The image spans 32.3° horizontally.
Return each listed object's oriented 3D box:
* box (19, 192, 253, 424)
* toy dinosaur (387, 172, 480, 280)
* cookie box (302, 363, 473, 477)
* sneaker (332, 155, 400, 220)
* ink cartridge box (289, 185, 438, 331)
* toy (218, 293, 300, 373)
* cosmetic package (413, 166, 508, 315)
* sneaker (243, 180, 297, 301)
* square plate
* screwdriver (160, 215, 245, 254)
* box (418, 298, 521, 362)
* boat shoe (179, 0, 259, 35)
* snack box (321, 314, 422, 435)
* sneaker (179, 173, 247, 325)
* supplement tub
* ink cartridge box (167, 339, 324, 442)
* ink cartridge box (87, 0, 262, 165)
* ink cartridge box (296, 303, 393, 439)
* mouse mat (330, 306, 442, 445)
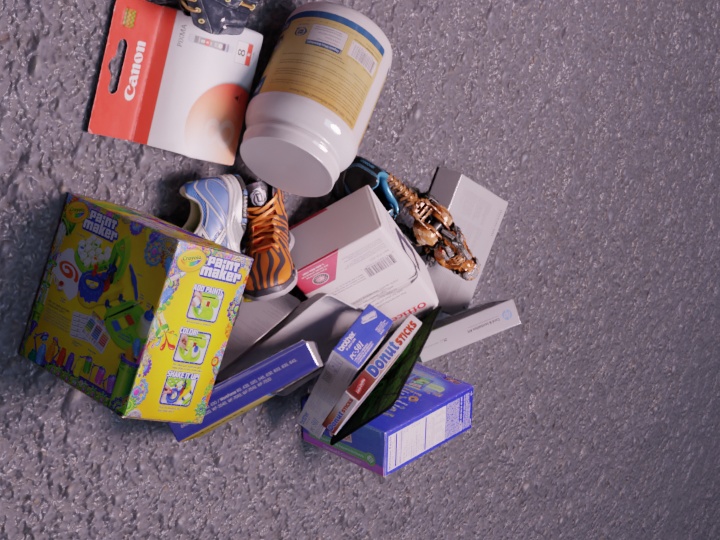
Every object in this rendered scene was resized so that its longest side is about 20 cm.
[{"bbox_3d":[-0.250,0.041,1.374,0.121,0.198,0.196,14,96,-51],"label":"box"},{"bbox_3d":[0.101,-0.068,1.774,0.101,0.135,0.203,-29,117,-19],"label":"toy dinosaur"},{"bbox_3d":[0.040,0.207,1.813,0.198,0.170,0.077,-21,118,-42],"label":"cookie box"},{"bbox_3d":[0.015,-0.067,1.734,0.073,0.081,0.202,-44,136,-30],"label":"sneaker"},{"bbox_3d":[0.000,0.000,1.693,0.143,0.085,0.200,-27,139,11],"label":"ink cartridge box"},{"bbox_3d":[-0.179,0.081,1.549,0.200,0.114,0.048,-43,147,-29],"label":"toy"},{"bbox_3d":[0.141,-0.039,1.919,0.150,0.051,0.203,24,88,-50],"label":"cosmetic package"},{"bbox_3d":[-0.125,-0.047,1.530,0.076,0.201,0.114,-12,117,0],"label":"sneaker"},{"bbox_3d":[-0.078,0.095,1.646,0.199,0.029,0.197,-36,154,16],"label":"square plate"},{"bbox_3d":[-0.180,-0.037,1.564,0.199,0.028,0.030,16,65,-53],"label":"screwdriver"},{"bbox_3d":[0.142,0.088,1.832,0.154,0.200,0.042,-21,88,-6],"label":"box"},{"bbox_3d":[-0.181,-0.311,1.344,0.198,0.071,0.092,5,122,-48],"label":"boat shoe"},{"bbox_3d":[0.018,0.132,1.600,0.072,0.024,0.200,-56,174,38],"label":"snack box"},{"bbox_3d":[-0.184,-0.015,1.493,0.076,0.075,0.204,0,93,-27],"label":"sneaker"},{"bbox_3d":[-0.055,-0.208,1.511,0.145,0.143,0.202,51,52,-47],"label":"supplement tub"},{"bbox_3d":[-0.139,0.148,1.525,0.195,0.048,0.200,-28,177,0],"label":"ink cartridge box"},{"bbox_3d":[-0.209,-0.218,1.432,0.199,0.050,0.165,6,101,-54],"label":"ink cartridge box"},{"bbox_3d":[-0.022,0.136,1.650,0.094,0.044,0.201,-50,172,-37],"label":"ink cartridge box"},{"bbox_3d":[0.035,0.143,1.699,0.008,0.161,0.201,41,46,-10],"label":"mouse mat"}]
